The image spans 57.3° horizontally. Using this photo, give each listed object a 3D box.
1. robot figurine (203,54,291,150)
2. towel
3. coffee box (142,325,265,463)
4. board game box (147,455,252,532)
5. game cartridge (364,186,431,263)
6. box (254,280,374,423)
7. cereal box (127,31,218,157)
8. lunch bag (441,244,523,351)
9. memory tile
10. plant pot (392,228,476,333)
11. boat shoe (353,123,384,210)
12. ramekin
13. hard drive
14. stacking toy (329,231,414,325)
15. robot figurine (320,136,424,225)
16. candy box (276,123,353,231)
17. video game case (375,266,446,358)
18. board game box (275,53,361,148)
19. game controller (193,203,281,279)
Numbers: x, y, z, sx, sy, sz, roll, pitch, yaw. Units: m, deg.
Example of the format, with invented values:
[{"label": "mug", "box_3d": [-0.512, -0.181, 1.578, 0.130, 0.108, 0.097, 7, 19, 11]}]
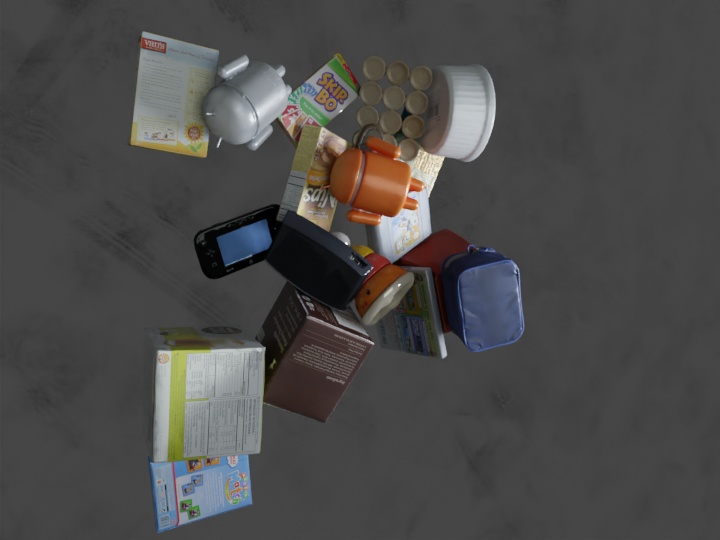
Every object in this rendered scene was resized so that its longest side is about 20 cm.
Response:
[{"label": "robot figurine", "box_3d": [-0.213, -0.313, 1.227, 0.200, 0.112, 0.171, -51, 134, -34]}, {"label": "towel", "box_3d": [0.133, -0.280, 1.489, 0.145, 0.022, 0.202, 23, 89, -29]}, {"label": "coffee box", "box_3d": [-0.298, 0.221, 1.234, 0.195, 0.199, 0.203, 0, 97, -24]}, {"label": "board game box", "box_3d": [-0.326, 0.433, 1.353, 0.198, 0.036, 0.153, -8, 102, -26]}, {"label": "game cartridge", "box_3d": [0.087, -0.103, 1.439, 0.199, 0.041, 0.135, -36, 133, -39]}, {"label": "box", "box_3d": [-0.107, 0.161, 1.325, 0.163, 0.166, 0.201, 25, 103, -29]}, {"label": "cereal box", "box_3d": [-0.345, -0.320, 1.215, 0.142, 0.039, 0.203, 6, 95, -30]}, {"label": "lunch bag", "box_3d": [0.240, 0.047, 1.339, 0.134, 0.132, 0.203, -10, 105, -9]}, {"label": "memory tile", "box_3d": [0.067, -0.338, 1.387, 0.151, 0.017, 0.203, 10, 111, 2]}, {"label": "plant pot", "box_3d": [0.186, 0.038, 1.481, 0.198, 0.176, 0.202, -20, 108, -24]}, {"label": "boat shoe", "box_3d": [0.008, -0.212, 1.402, 0.071, 0.076, 0.203, 4, 107, -12]}, {"label": "ramekin", "box_3d": [0.191, -0.334, 1.389, 0.096, 0.200, 0.203, 0, 99, -21]}, {"label": "hard drive", "box_3d": [-0.088, -0.012, 1.283, 0.199, 0.042, 0.135, 34, 122, 1]}, {"label": "stacking toy", "box_3d": [0.000, 0.000, 1.360, 0.146, 0.146, 0.200, -41, 77, -16]}, {"label": "robot figurine", "box_3d": [0.025, -0.177, 1.315, 0.197, 0.118, 0.145, 14, 135, -12]}, {"label": "candy box", "box_3d": [-0.091, -0.181, 1.343, 0.115, 0.055, 0.203, 15, 90, -54]}, {"label": "video game case", "box_3d": [0.097, 0.088, 1.441, 0.022, 0.181, 0.203, -26, 110, -42]}, {"label": "board game box", "box_3d": [-0.085, -0.352, 1.358, 0.200, 0.030, 0.096, -45, 116, -17]}, {"label": "game controller", "box_3d": [-0.232, -0.059, 1.318, 0.198, 0.042, 0.106, -23, 109, -22]}]
